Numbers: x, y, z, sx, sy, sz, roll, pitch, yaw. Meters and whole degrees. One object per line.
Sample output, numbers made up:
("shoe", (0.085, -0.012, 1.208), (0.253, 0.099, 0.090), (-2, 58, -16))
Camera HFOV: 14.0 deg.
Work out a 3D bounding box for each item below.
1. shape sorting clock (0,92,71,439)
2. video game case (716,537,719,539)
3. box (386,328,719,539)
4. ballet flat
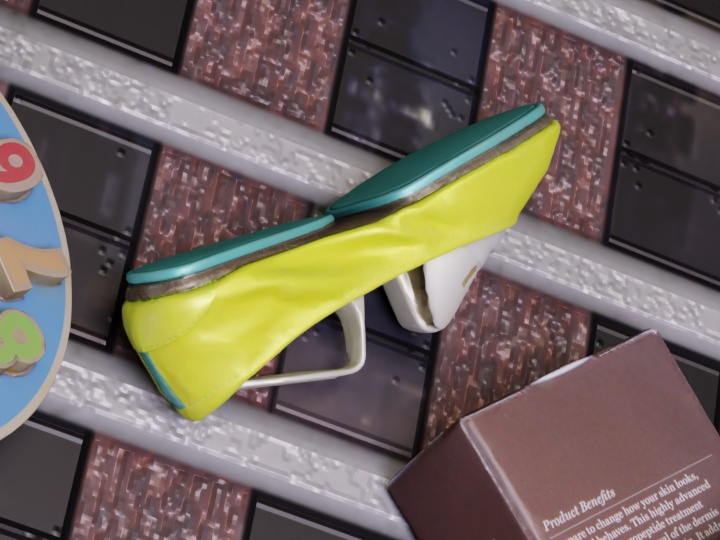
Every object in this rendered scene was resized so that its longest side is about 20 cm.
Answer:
("shape sorting clock", (-0.175, -0.028, 0.999), (0.199, 0.039, 0.201), (26, 47, -33))
("video game case", (0.187, 0.161, 1.030), (0.200, 0.036, 0.182), (-31, 82, -36))
("box", (0.106, 0.134, 1.068), (0.100, 0.075, 0.201), (-22, 78, -34))
("ballet flat", (0.000, 0.000, 1.097), (0.199, 0.067, 0.067), (-25, 99, -31))
